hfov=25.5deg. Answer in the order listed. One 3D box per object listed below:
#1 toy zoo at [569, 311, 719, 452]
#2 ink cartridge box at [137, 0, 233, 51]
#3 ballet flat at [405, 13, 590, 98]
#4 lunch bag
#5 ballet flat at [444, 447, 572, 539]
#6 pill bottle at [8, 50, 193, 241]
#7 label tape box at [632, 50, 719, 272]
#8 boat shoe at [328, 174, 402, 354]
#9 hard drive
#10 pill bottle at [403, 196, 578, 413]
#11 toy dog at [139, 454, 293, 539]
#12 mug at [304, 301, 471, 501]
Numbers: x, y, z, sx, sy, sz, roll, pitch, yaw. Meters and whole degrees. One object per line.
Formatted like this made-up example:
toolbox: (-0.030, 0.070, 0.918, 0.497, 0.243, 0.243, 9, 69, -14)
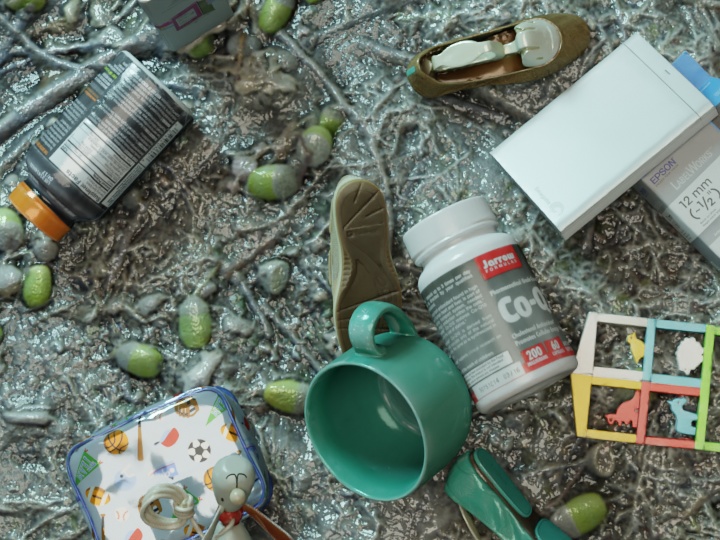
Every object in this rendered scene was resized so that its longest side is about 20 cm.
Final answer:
toy zoo: (0.298, 0.115, 1.649, 0.199, 0.020, 0.132, 5, 86, 5)
ink cartridge box: (-0.211, -0.325, 1.639, 0.085, 0.200, 0.145, -32, 84, -3)
ballet flat: (0.144, -0.229, 1.665, 0.199, 0.072, 0.068, -11, 84, 3)
lunch bag: (-0.199, 0.220, 1.654, 0.200, 0.076, 0.161, -25, 87, 2)
ballet flat: (0.162, 0.272, 1.633, 0.200, 0.067, 0.070, 47, 114, 7)
pill bottle: (-0.278, -0.125, 1.673, 0.106, 0.106, 0.200, 43, 90, 7)
label tape box: (0.360, -0.114, 1.642, 0.143, 0.066, 0.200, -44, 85, 0)
boat shoe: (0.000, 0.000, 1.663, 0.072, 0.065, 0.201, -7, 103, -9)
hard drive: (0.248, -0.140, 1.643, 0.200, 0.027, 0.132, -40, 56, 3)
pill bottle: (0.129, 0.033, 1.620, 0.114, 0.114, 0.200, -26, 79, 2)
toy dog: (-0.127, 0.290, 1.584, 0.132, 0.096, 0.200, -23, 126, -2)
mug: (0.041, 0.128, 1.595, 0.152, 0.114, 0.185, 40, 130, 17)
